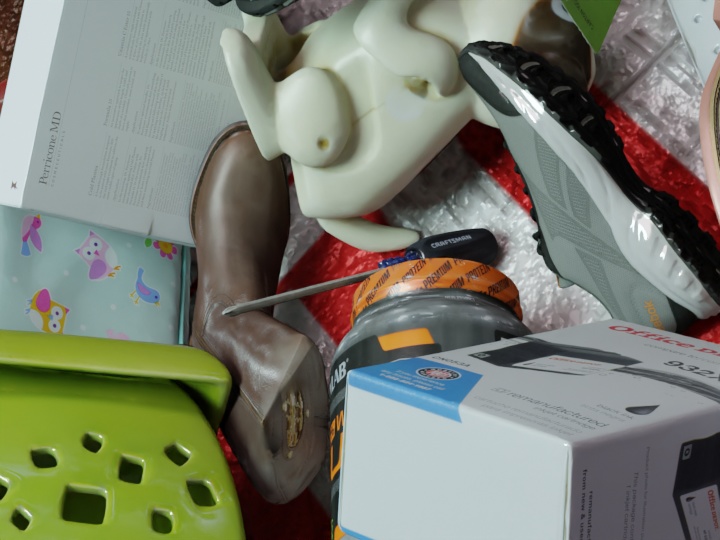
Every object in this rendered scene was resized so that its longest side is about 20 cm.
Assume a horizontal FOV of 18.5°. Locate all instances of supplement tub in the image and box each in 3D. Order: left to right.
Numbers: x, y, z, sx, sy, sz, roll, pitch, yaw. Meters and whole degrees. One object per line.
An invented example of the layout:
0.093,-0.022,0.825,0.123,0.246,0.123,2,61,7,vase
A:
0.044,0.103,1.195,0.122,0.122,0.201,-20,55,29,supplement tub

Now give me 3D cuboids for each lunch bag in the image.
-0.183,0.023,1.396,0.077,0.160,0.201,-35,46,49,lunch bag

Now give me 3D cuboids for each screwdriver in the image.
0.000,0.000,1.250,0.028,0.199,0.029,-29,74,50,screwdriver

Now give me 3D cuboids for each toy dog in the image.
0.039,-0.113,1.295,0.199,0.195,0.140,-18,11,11,toy dog

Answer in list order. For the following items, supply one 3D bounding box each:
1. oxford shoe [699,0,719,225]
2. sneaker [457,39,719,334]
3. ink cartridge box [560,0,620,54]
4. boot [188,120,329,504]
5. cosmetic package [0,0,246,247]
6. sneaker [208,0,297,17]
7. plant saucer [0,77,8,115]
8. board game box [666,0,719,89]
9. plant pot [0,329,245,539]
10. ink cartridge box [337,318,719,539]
0.224,-0.090,1.160,0.073,0.071,0.201,-9,62,31,oxford shoe
0.114,-0.041,1.204,0.079,0.074,0.200,-41,83,26,sneaker
0.167,-0.242,1.242,0.075,0.148,0.201,4,57,39,ink cartridge box
-0.055,0.020,1.279,0.200,0.064,0.188,-136,49,-71,boot
-0.136,-0.124,1.351,0.052,0.150,0.201,11,88,49,cosmetic package
-0.063,-0.192,1.249,0.075,0.080,0.200,-37,20,-18,sneaker
-0.176,-0.138,1.470,0.199,0.037,0.200,-37,13,-28,plant saucer
0.283,-0.130,1.200,0.199,0.026,0.201,-32,50,21,board game box
-0.169,0.147,1.242,0.200,0.198,0.182,111,161,-55,plant pot
0.110,0.087,1.058,0.145,0.199,0.084,14,107,45,ink cartridge box
